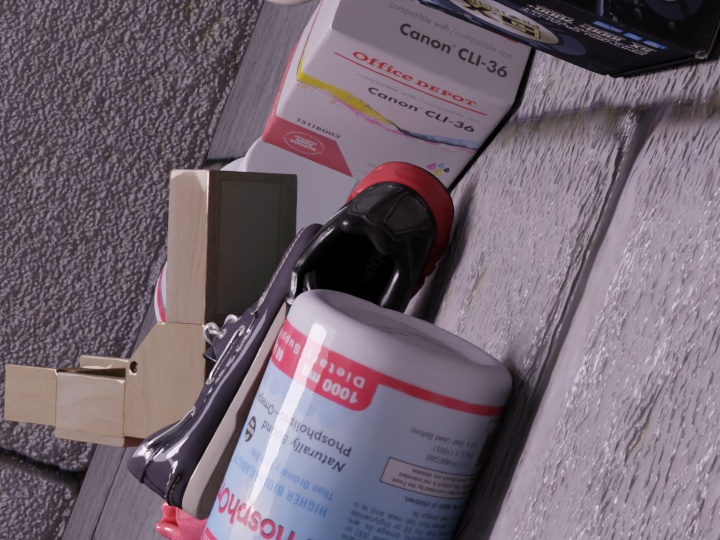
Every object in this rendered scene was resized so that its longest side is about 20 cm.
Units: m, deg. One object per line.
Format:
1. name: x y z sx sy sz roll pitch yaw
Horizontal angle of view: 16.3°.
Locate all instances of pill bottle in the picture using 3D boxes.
1. pill bottle: -0.069 -0.014 1.805 0.200 0.120 0.120 122 166 -56
2. pill bottle: -0.014 0.118 1.159 0.109 0.109 0.200 -121 52 -80

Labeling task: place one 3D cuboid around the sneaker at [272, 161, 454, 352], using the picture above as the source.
1. sneaker: -0.015 0.034 1.446 0.200 0.071 0.098 -65 -11 23

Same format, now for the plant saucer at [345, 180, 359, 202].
1. plant saucer: 0.000 0.000 1.619 0.200 0.036 0.200 -159 90 -82

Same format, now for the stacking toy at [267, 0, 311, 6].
1. stacking toy: 0.012 -0.258 1.756 0.146 0.200 0.146 6 99 49

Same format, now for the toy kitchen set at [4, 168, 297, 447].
1. toy kitchen set: -0.112 0.024 1.695 0.200 0.163 0.181 3 92 43

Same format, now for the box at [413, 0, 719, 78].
1. box: 0.053 -0.160 1.082 0.164 0.200 0.086 -168 99 -81

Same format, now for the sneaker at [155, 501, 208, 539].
1. sneaker: -0.080 0.148 1.597 0.200 0.087 0.074 126 163 -59

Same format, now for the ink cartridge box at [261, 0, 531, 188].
1. ink cartridge box: 0.026 -0.119 1.452 0.200 0.116 0.068 126 164 -63

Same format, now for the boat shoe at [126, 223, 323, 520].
1. boat shoe: -0.076 0.052 1.535 0.200 0.063 0.073 -62 -17 -11
